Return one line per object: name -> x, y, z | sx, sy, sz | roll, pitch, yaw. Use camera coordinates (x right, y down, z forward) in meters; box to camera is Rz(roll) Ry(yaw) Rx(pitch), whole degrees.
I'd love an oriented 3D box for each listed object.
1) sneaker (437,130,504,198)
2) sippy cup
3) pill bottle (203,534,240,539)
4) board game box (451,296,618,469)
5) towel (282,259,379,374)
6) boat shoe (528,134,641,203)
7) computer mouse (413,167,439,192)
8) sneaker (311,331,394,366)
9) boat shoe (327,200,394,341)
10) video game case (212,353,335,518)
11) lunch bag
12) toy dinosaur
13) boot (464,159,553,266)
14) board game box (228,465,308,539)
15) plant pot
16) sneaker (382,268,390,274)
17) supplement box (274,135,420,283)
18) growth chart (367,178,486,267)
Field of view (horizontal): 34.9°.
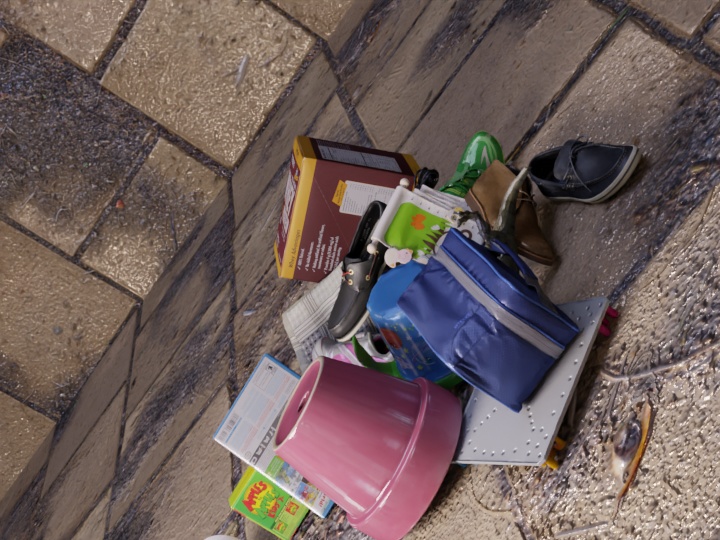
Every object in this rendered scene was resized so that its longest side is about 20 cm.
sneaker -> 0.154, -0.109, 1.669 | 0.203, 0.073, 0.084 | -67, -17, -6
sippy cup -> 0.079, 0.063, 1.463 | 0.178, 0.131, 0.139 | -48, 35, -13
pill bottle -> -0.206, 0.477, 1.604 | 0.112, 0.111, 0.201 | -45, 22, 31
board game box -> 0.191, 0.131, 1.292 | 0.199, 0.026, 0.202 | -18, 43, 63
towel -> -0.036, 0.107, 1.720 | 0.200, 0.034, 0.195 | -41, 68, 42
boat shoe -> 0.277, -0.129, 1.441 | 0.075, 0.062, 0.199 | -59, 20, -13
computer mouse -> 0.102, -0.077, 1.728 | 0.200, 0.043, 0.111 | 43, -116, -74
sneaker -> 0.009, 0.127, 1.611 | 0.199, 0.081, 0.089 | 24, 91, 47
boat shoe -> -0.001, 0.000, 1.612 | 0.073, 0.063, 0.204 | 21, 85, 57
video game case -> -0.092, 0.231, 1.611 | 0.144, 0.199, 0.018 | -57, -15, -3
lunch bag -> 0.142, 0.042, 1.276 | 0.133, 0.135, 0.200 | -51, 34, 8
toy dinosaur -> 0.159, -0.032, 1.403 | 0.048, 0.087, 0.204 | 87, -171, -78
boot -> 0.200, -0.078, 1.477 | 0.076, 0.073, 0.201 | -59, 34, 20
board game box -> -0.095, 0.277, 1.657 | 0.202, 0.101, 0.048 | -58, 12, -3
plant pot -> -0.001, 0.201, 1.386 | 0.202, 0.177, 0.200 | -59, 10, 17
sneaker -> 0.064, 0.036, 1.668 | 0.081, 0.074, 0.199 | -23, 26, -20
supplement box -> -0.021, -0.087, 1.814 | 0.133, 0.197, 0.200 | -111, 32, -68
growth chart -> 0.118, -0.052, 1.565 | 0.018, 0.197, 0.147 | 90, -163, -62
